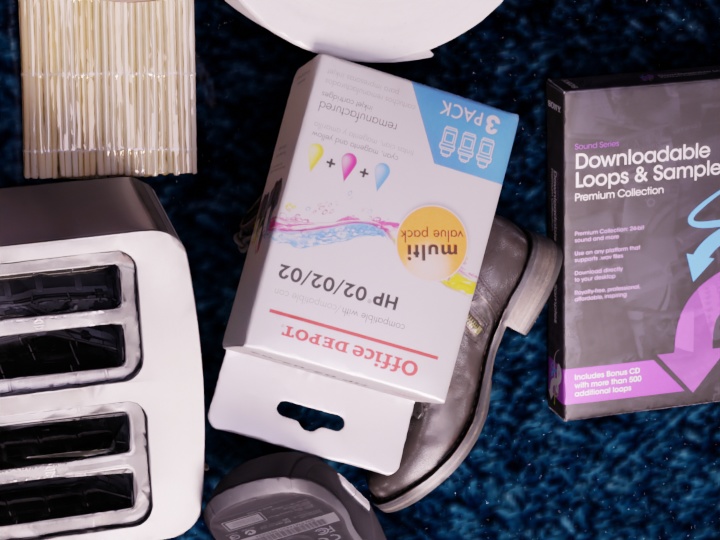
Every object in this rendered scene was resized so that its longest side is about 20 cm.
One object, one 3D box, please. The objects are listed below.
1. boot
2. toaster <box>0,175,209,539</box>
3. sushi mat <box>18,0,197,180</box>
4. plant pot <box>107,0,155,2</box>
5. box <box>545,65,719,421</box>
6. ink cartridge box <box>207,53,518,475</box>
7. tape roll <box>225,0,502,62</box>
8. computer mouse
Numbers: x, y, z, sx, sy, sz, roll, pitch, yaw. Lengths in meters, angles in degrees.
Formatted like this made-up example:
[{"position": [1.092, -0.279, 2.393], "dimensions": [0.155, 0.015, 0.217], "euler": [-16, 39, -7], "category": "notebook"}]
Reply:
[{"position": [0.003, 0.016, 1.331], "dimensions": [0.174, 0.069, 0.201], "euler": [30, 86, -21], "category": "boot"}, {"position": [-0.171, 0.053, 1.260], "dimensions": [0.199, 0.119, 0.182], "euler": [-6, 108, -14], "category": "toaster"}, {"position": [-0.136, -0.145, 1.268], "dimensions": [0.095, 0.012, 0.201], "euler": [-4, 107, -15], "category": "sushi mat"}, {"position": [-0.101, -0.230, 1.137], "dimensions": [0.200, 0.093, 0.202], "euler": [2, 98, 14], "category": "plant pot"}, {"position": [0.179, -0.018, 1.383], "dimensions": [0.142, 0.036, 0.201], "euler": [-7, 107, -14], "category": "box"}, {"position": [0.000, 0.000, 1.254], "dimensions": [0.115, 0.068, 0.201], "euler": [16, 84, -12], "category": "ink cartridge box"}, {"position": [0.000, -0.213, 1.248], "dimensions": [0.202, 0.071, 0.203], "euler": [-5, 106, -19], "category": "tape roll"}, {"position": [-0.051, 0.152, 1.318], "dimensions": [0.140, 0.046, 0.200], "euler": [-20, 147, 19], "category": "computer mouse"}]
